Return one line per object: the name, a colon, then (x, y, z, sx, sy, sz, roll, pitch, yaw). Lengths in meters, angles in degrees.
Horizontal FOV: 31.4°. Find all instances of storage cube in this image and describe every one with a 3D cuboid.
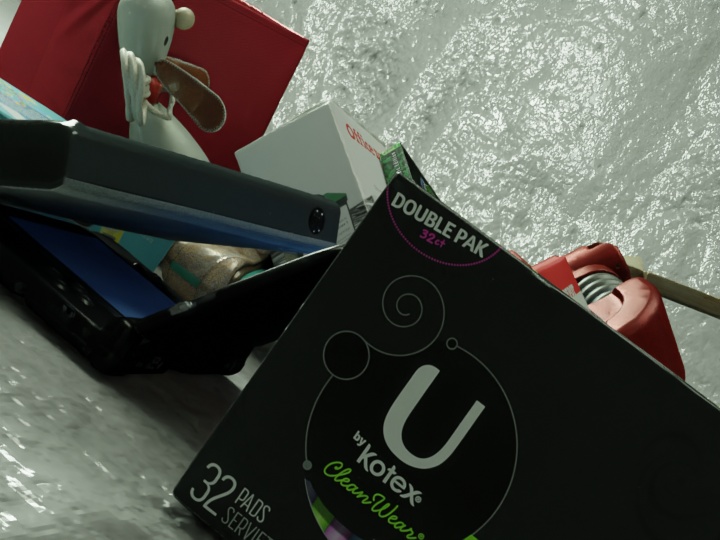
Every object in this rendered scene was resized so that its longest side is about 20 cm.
storage cube: (-0.183, -0.167, 1.059, 0.198, 0.182, 0.171, 19, 13, -40)

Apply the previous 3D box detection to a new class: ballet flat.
ballet flat: (-0.090, 0.001, 0.905, 0.067, 0.069, 0.200, 29, 0, 9)

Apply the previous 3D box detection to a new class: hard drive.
hard drive: (-0.122, -0.042, 0.657, 0.138, 0.033, 0.199, 6, -4, 36)

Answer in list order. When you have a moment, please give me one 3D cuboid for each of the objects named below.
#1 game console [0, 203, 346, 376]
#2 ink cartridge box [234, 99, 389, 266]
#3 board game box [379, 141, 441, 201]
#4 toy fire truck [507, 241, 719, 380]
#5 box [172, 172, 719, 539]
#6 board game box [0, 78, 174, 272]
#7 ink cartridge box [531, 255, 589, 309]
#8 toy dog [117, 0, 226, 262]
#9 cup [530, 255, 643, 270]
game console: (-0.083, -0.010, 0.655, 0.175, 0.117, 0.200, 38, 3, 12)
ink cartridge box: (0.000, 0.000, 0.915, 0.203, 0.083, 0.146, 69, 14, 17)
board game box: (0.076, 0.002, 0.967, 0.200, 0.023, 0.106, 51, 16, -44)
toy fire truck: (0.169, 0.039, 0.837, 0.130, 0.198, 0.176, 65, -6, -24)
box: (0.056, 0.084, 0.504, 0.199, 0.149, 0.124, 36, 2, 7)
board game box: (-0.224, -0.083, 0.807, 0.199, 0.047, 0.151, 34, 4, -42)
ink cartridge box: (0.089, 0.064, 0.625, 0.202, 0.067, 0.116, 65, 17, 3)
toy dog: (-0.125, -0.100, 0.949, 0.095, 0.202, 0.133, -6, 38, -10)
cup: (0.157, 0.076, 1.115, 0.141, 0.204, 0.200, 10, 0, 7)
